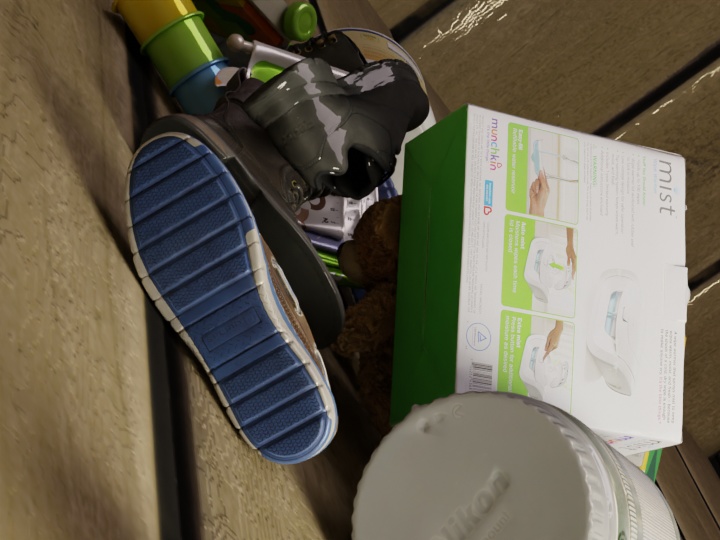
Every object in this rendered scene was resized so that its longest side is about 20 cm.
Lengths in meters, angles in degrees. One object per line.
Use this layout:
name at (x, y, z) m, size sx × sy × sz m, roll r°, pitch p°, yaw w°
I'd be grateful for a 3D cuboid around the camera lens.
camera lens at (0.098, 0.165, 1.030) m, size 0.161 × 0.160 × 0.200 m, roll 60°, pitch 11°, yaw 27°

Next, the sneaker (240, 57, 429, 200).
sneaker at (-0.005, -0.092, 1.186) m, size 0.200 × 0.076 × 0.091 m, roll -15°, pitch 72°, yaw -59°

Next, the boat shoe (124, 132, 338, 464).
boat shoe at (-0.075, 0.017, 0.985) m, size 0.072 × 0.072 × 0.201 m, roll 12°, pitch 54°, yaw -82°

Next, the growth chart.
growth chart at (-0.039, -0.077, 1.273) m, size 0.144 × 0.018 × 0.201 m, roll 8°, pitch 63°, yaw -28°

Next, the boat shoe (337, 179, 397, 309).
boat shoe at (0.000, 0.000, 1.326) m, size 0.072 × 0.072 × 0.201 m, roll 118°, pitch -42°, yaw -66°

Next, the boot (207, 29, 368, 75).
boot at (-0.077, -0.174, 1.365) m, size 0.200 × 0.138 × 0.078 m, roll 52°, pitch 11°, yaw -12°

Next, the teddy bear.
teddy bear at (0.024, 0.050, 1.200) m, size 0.145 × 0.066 × 0.201 m, roll -36°, pitch 113°, yaw -48°

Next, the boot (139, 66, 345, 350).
boot at (-0.050, -0.051, 1.172) m, size 0.200 × 0.069 × 0.174 m, roll 54°, pitch 26°, yaw 2°

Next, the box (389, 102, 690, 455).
box at (0.121, 0.011, 1.143) m, size 0.175 × 0.097 × 0.201 m, roll 10°, pitch 73°, yaw -25°

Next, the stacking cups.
stacking cups at (-0.110, -0.131, 1.292) m, size 0.201 × 0.060 × 0.060 m, roll 57°, pitch 10°, yaw 6°

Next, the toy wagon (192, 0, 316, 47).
toy wagon at (-0.110, -0.220, 1.434) m, size 0.154 × 0.040 × 0.200 m, roll 17°, pitch -17°, yaw 36°

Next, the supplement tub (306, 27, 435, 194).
supplement tub at (-0.006, -0.126, 1.522) m, size 0.145 × 0.144 × 0.200 m, roll 52°, pitch 10°, yaw -17°

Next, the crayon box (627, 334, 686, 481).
crayon box at (0.188, 0.102, 1.402) m, size 0.126 × 0.201 × 0.051 m, roll 11°, pitch -11°, yaw 23°
